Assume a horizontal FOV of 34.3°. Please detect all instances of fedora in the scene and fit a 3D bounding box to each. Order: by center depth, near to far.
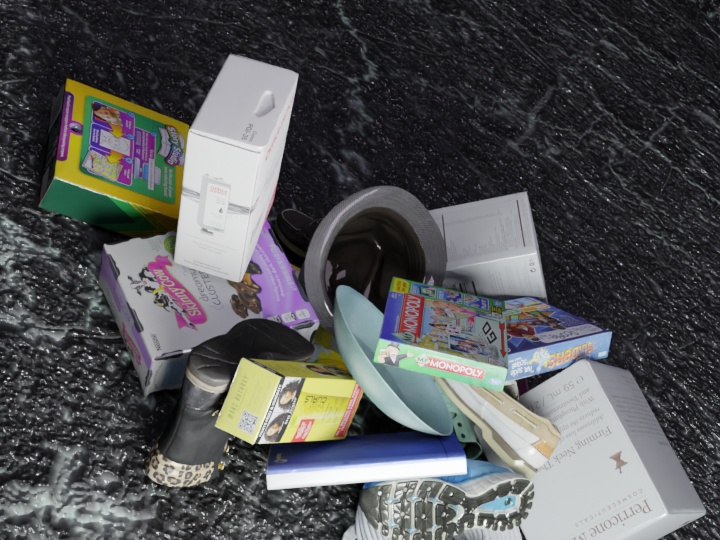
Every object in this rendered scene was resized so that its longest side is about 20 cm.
[{"bbox_3d":[0.000,0.000,1.395,0.177,0.090,0.200,48,61,-21],"label":"fedora"}]

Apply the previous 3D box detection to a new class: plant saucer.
[{"bbox_3d":[0.025,0.106,1.265,0.201,0.039,0.201,48,12,-14],"label":"plant saucer"}]

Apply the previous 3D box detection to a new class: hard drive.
[{"bbox_3d":[0.004,0.197,1.229,0.200,0.025,0.132,-4,4,-2],"label":"hard drive"}]

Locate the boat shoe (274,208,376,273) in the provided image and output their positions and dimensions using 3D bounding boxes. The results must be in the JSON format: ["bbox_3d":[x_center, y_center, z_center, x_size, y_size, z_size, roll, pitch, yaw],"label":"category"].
[{"bbox_3d":[-0.039,-0.039,1.533,0.073,0.065,0.200,-14,38,-41],"label":"boat shoe"}]

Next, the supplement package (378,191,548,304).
[{"bbox_3d":[0.130,-0.009,1.506,0.200,0.110,0.114,-10,47,10],"label":"supplement package"}]

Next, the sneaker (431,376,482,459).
[{"bbox_3d":[0.082,0.161,1.416,0.200,0.074,0.118,32,33,-36],"label":"sneaker"}]

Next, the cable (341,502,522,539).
[{"bbox_3d":[0.089,0.293,1.297,0.200,0.069,0.200,34,34,-5],"label":"cable"}]

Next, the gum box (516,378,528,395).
[{"bbox_3d":[0.169,0.083,1.565,0.066,0.114,0.200,-16,45,5],"label":"gum box"}]

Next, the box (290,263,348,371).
[{"bbox_3d":[-0.086,0.049,1.448,0.200,0.048,0.117,30,36,-14],"label":"box"}]

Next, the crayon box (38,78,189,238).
[{"bbox_3d":[-0.302,-0.133,1.458,0.172,0.058,0.200,20,38,-25],"label":"crayon box"}]

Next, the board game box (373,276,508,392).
[{"bbox_3d":[0.089,0.064,1.258,0.134,0.029,0.200,14,19,1],"label":"board game box"}]

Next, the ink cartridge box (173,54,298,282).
[{"bbox_3d":[-0.136,-0.111,1.270,0.083,0.200,0.147,17,46,1],"label":"ink cartridge box"}]

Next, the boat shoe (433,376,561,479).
[{"bbox_3d":[0.151,0.148,1.341,0.200,0.068,0.075,48,7,32],"label":"boat shoe"}]

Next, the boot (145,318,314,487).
[{"bbox_3d":[-0.136,0.136,1.211,0.073,0.151,0.200,34,22,16],"label":"boot"}]

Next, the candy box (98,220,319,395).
[{"bbox_3d":[-0.173,0.035,1.318,0.200,0.072,0.168,-12,56,-27],"label":"candy box"}]

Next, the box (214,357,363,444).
[{"bbox_3d":[-0.065,0.133,1.180,0.050,0.075,0.200,24,3,24],"label":"box"}]

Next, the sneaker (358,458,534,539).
[{"bbox_3d":[0.083,0.241,1.247,0.200,0.078,0.090,4,14,-29],"label":"sneaker"}]

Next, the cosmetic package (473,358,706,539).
[{"bbox_3d":[0.272,0.235,1.384,0.166,0.167,0.200,18,42,-58],"label":"cosmetic package"}]

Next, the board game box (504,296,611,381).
[{"bbox_3d":[0.177,0.078,1.366,0.200,0.034,0.135,-8,22,-38],"label":"board game box"}]
